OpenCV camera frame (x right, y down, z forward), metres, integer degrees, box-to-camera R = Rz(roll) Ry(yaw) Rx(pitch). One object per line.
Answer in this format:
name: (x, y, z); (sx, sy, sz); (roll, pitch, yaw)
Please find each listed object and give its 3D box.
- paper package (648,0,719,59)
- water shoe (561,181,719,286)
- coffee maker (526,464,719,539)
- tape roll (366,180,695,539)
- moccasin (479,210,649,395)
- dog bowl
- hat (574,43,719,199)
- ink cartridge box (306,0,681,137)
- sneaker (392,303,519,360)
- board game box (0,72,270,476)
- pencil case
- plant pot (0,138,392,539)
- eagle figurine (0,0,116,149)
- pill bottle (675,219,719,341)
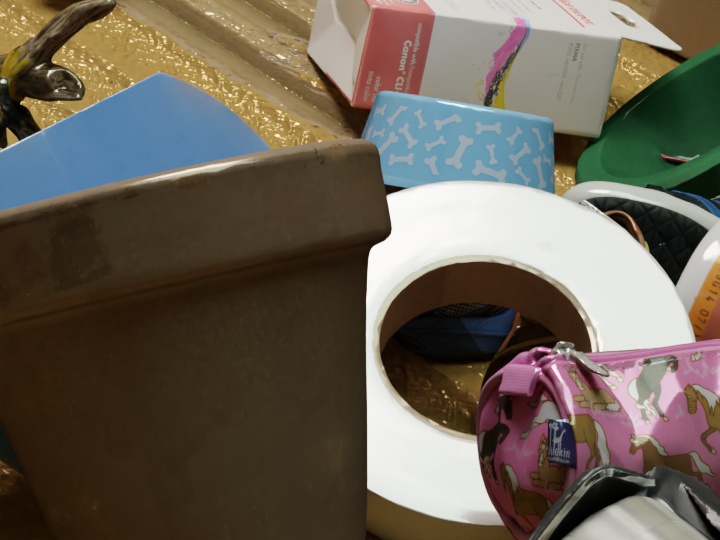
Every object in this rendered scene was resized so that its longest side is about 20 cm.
paper package: (0.311, -0.209, 1.865); (0.190, 0.200, 0.103); (29, 31, 22)
water shoe: (0.190, -0.008, 1.573); (0.200, 0.072, 0.079); (18, 23, -18)
coffee maker: (0.176, 0.175, 1.149); (0.192, 0.135, 0.200); (-12, 39, -44)
tape roll: (0.058, 0.044, 1.341); (0.202, 0.037, 0.203); (2, 52, -3)
moccasin: (0.111, 0.035, 1.428); (0.074, 0.078, 0.201); (24, 33, 8)
dog bowl: (0.051, -0.066, 1.536); (0.111, 0.050, 0.200); (9, 3, -1)
hat: (0.254, -0.037, 1.700); (0.200, 0.176, 0.166); (-33, 21, 1)
ink cartridge box: (0.080, -0.133, 1.724); (0.200, 0.068, 0.116); (6, 19, -17)
sneaker: (0.000, 0.000, 1.437); (0.200, 0.079, 0.075); (-6, 34, -37)
board game box: (-0.114, 0.010, 1.289); (0.200, 0.158, 0.039); (-30, 4, -28)
pencil case: (0.153, 0.070, 1.261); (0.200, 0.087, 0.083); (-5, 56, -25)
plant pot: (-0.071, 0.050, 1.169); (0.200, 0.175, 0.200); (-13, -2, 0)
eagle figurine: (-0.224, -0.059, 1.349); (0.151, 0.152, 0.200); (29, 34, 11)
pill bottle: (0.254, 0.056, 1.434); (0.200, 0.112, 0.112); (26, 29, 18)
